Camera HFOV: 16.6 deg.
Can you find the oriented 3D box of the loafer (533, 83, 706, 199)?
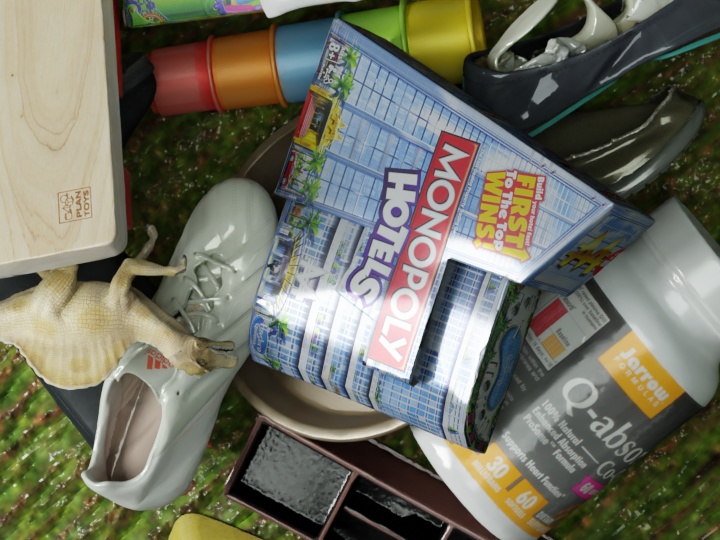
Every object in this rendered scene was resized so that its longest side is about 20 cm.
[{"bbox_3d":[0.104,-0.060,1.423,0.199,0.075,0.070,-27,97,9],"label":"loafer"}]

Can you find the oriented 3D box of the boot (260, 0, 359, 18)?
[{"bbox_3d":[0.028,-0.199,1.303,0.199,0.074,0.096,-16,101,15],"label":"boot"}]

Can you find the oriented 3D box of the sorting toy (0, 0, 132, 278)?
[{"bbox_3d":[-0.218,-0.079,1.335,0.198,0.070,0.201,-11,69,13],"label":"sorting toy"}]

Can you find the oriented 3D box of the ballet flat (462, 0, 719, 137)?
[{"bbox_3d":[0.144,-0.139,1.392,0.199,0.073,0.073,-28,93,-5],"label":"ballet flat"}]

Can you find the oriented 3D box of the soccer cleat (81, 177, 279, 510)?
[{"bbox_3d":[-0.100,0.042,1.399,0.069,0.077,0.201,21,93,30],"label":"soccer cleat"}]

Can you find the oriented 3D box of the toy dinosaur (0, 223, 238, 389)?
[{"bbox_3d":[-0.167,0.017,1.354,0.199,0.058,0.102,1,71,6],"label":"toy dinosaur"}]

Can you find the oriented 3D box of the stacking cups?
[{"bbox_3d":[-0.026,-0.119,1.440,0.199,0.061,0.061,-10,96,9],"label":"stacking cups"}]

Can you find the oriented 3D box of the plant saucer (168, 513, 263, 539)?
[{"bbox_3d":[-0.056,0.276,1.498,0.199,0.048,0.201,22,99,4],"label":"plant saucer"}]

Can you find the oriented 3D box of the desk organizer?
[{"bbox_3d":[0.016,0.152,1.459,0.199,0.077,0.072,29,99,3],"label":"desk organizer"}]

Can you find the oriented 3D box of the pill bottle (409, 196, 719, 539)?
[{"bbox_3d":[0.132,0.056,1.414,0.200,0.116,0.116,-40,91,10],"label":"pill bottle"}]

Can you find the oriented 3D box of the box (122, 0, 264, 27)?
[{"bbox_3d":[-0.043,-0.249,1.393,0.192,0.122,0.201,-6,96,7],"label":"box"}]

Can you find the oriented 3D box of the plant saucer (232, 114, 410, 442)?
[{"bbox_3d":[0.000,0.000,1.415,0.199,0.029,0.201,-6,78,28],"label":"plant saucer"}]

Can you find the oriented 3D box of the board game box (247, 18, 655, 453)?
[{"bbox_3d":[0.047,-0.012,1.336,0.199,0.062,0.201,20,93,30],"label":"board game box"}]

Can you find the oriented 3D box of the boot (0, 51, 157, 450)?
[{"bbox_3d":[-0.139,-0.004,1.442,0.165,0.066,0.200,-37,109,-4],"label":"boot"}]
